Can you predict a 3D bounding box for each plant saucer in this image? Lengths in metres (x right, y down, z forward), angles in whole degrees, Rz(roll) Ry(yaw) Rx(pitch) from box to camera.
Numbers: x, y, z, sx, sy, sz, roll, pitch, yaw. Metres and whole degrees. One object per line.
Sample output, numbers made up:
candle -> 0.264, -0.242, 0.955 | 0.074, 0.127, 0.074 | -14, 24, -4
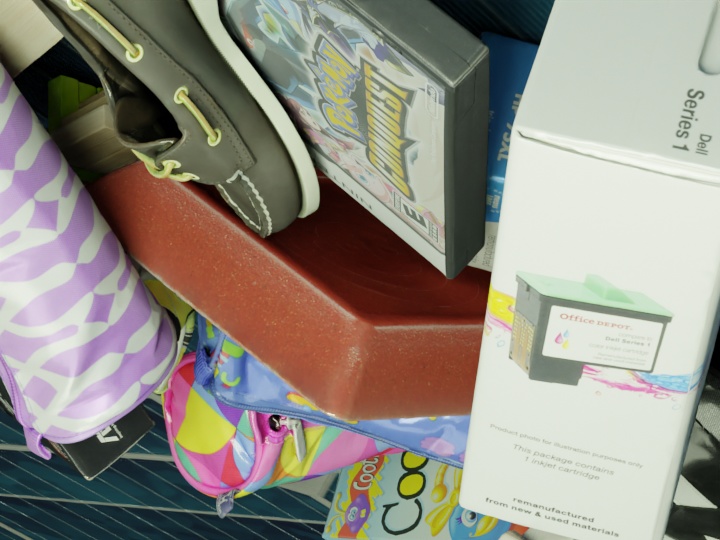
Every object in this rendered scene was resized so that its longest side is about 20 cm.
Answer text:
plant saucer -> 0.000, 0.000, 1.167 | 0.199, 0.037, 0.200 | 1, -153, -46

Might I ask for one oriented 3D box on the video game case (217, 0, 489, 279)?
video game case -> -0.024, -0.093, 1.016 | 0.181, 0.026, 0.200 | 40, 166, 15

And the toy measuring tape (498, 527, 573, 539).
toy measuring tape -> 0.144, 0.079, 1.281 | 0.073, 0.199, 0.074 | 30, 134, 36

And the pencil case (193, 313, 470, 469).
pencil case -> 0.016, 0.049, 1.240 | 0.199, 0.087, 0.078 | 19, 153, -6

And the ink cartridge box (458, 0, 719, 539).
ink cartridge box -> 0.099, -0.017, 0.954 | 0.083, 0.145, 0.201 | 14, 137, 8

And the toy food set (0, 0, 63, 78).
toy food set -> -0.195, -0.144, 1.105 | 0.143, 0.061, 0.200 | 35, 155, -15

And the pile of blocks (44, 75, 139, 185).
pile of blocks -> -0.139, -0.058, 1.262 | 0.082, 0.063, 0.200 | 4, 158, -19

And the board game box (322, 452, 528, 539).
board game box -> 0.092, 0.134, 1.552 | 0.199, 0.104, 0.105 | -3, 154, 43

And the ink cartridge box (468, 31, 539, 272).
ink cartridge box -> 0.135, -0.027, 1.114 | 0.199, 0.068, 0.116 | 16, 162, 4

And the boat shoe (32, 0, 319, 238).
boat shoe -> -0.078, -0.075, 1.040 | 0.072, 0.061, 0.202 | 33, 162, 41

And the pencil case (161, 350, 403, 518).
pencil case -> -0.014, 0.071, 1.372 | 0.088, 0.089, 0.199 | -2, -174, 43

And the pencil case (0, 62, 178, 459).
pencil case -> -0.156, -0.019, 1.089 | 0.084, 0.085, 0.201 | 17, 145, 56

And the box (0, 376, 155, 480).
box -> -0.191, -0.006, 1.218 | 0.201, 0.049, 0.161 | 57, 167, -25

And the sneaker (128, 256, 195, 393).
sneaker -> -0.124, 0.030, 1.299 | 0.075, 0.077, 0.200 | 0, 158, -9

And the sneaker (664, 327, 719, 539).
sneaker -> 0.182, 0.090, 1.136 | 0.199, 0.073, 0.112 | 28, 123, -30
